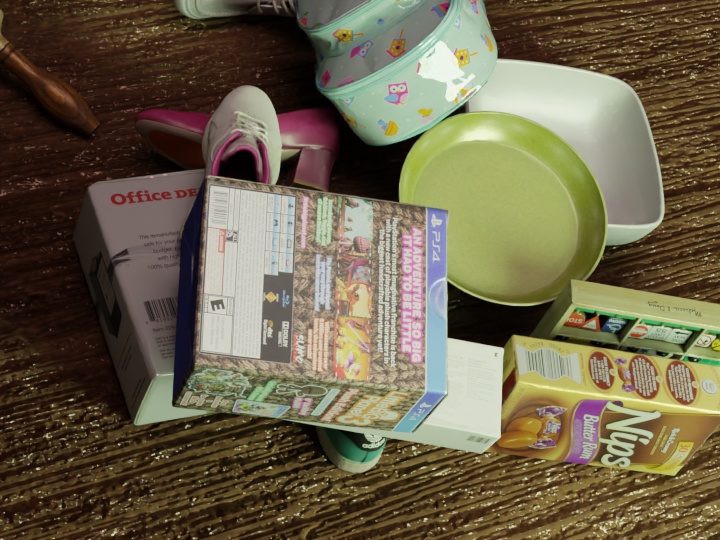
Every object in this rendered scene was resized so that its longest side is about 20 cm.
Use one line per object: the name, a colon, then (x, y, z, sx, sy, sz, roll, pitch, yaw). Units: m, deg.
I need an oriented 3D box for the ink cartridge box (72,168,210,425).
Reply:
ink cartridge box: (-0.149, 0.019, 1.553, 0.146, 0.084, 0.200, -7, 59, -26)

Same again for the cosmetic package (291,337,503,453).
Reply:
cosmetic package: (0.016, 0.091, 1.484, 0.200, 0.051, 0.083, 11, 65, -13)

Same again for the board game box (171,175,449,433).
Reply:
board game box: (-0.038, 0.029, 1.411, 0.200, 0.097, 0.160, 8, 65, -13)

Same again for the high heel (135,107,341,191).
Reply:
high heel: (-0.113, -0.135, 1.686, 0.200, 0.067, 0.096, 20, 60, -25)

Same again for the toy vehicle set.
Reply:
toy vehicle set: (0.260, 0.067, 1.643, 0.200, 0.124, 0.027, 9, 53, -14)

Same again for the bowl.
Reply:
bowl: (0.189, -0.107, 1.774, 0.200, 0.075, 0.200, 5, 55, -16)

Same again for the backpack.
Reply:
backpack: (0.032, -0.219, 1.687, 0.176, 0.153, 0.200, -29, 39, 12)

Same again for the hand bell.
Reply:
hand bell: (-0.321, -0.195, 1.659, 0.200, 0.104, 0.104, 41, 51, -6)

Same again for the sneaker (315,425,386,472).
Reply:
sneaker: (-0.024, 0.071, 1.562, 0.071, 0.080, 0.200, -15, 64, -26)

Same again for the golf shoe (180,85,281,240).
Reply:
golf shoe: (-0.098, -0.096, 1.544, 0.075, 0.092, 0.200, 18, 48, -12)

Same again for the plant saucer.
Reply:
plant saucer: (0.128, -0.053, 1.651, 0.200, 0.031, 0.200, 6, 64, -13)

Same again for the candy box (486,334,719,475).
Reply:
candy box: (0.209, 0.121, 1.591, 0.200, 0.117, 0.056, 7, 54, -15)

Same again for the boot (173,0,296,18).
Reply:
boot: (-0.082, -0.283, 1.787, 0.200, 0.074, 0.096, -26, 47, -34)
